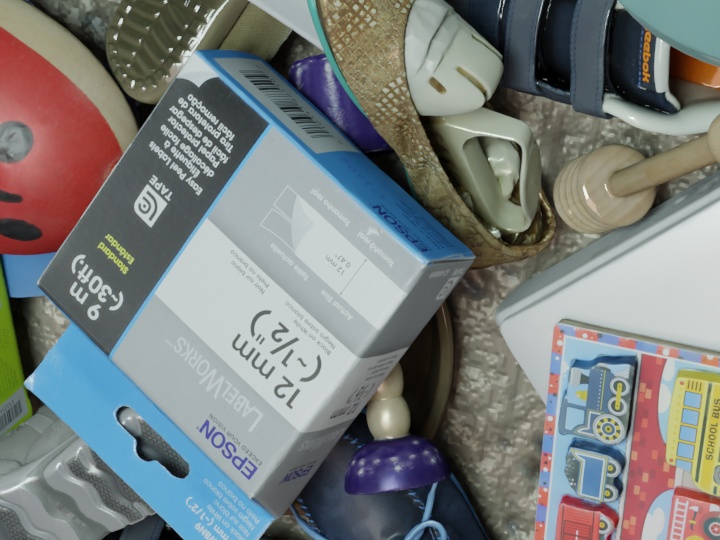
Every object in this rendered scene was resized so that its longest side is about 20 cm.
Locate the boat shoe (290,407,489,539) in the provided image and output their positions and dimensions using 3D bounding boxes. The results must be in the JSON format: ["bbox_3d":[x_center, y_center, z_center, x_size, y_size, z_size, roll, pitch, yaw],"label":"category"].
[{"bbox_3d":[0.032,0.148,0.952,0.084,0.069,0.200,-36,107,27],"label":"boat shoe"}]

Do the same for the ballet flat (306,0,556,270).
[{"bbox_3d":[0.041,-0.074,0.852,0.065,0.071,0.200,3,147,29],"label":"ballet flat"}]

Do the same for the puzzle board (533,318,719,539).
[{"bbox_3d":[0.151,0.129,0.874,0.149,0.017,0.202,12,116,19],"label":"puzzle board"}]

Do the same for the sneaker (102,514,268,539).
[{"bbox_3d":[-0.105,0.169,1.009,0.198,0.079,0.080,-7,136,23],"label":"sneaker"}]

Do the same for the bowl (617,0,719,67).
[{"bbox_3d":[0.162,-0.153,0.760,0.199,0.201,0.106,26,136,9],"label":"bowl"}]

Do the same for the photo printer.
[{"bbox_3d":[0.179,0.062,0.885,0.166,0.069,0.201,-30,97,28],"label":"photo printer"}]

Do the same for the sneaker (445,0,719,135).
[{"bbox_3d":[0.108,-0.108,0.846,0.198,0.079,0.079,7,113,20],"label":"sneaker"}]

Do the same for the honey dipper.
[{"bbox_3d":[0.123,-0.042,0.805,0.038,0.200,0.038,1,86,-9],"label":"honey dipper"}]

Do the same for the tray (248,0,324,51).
[{"bbox_3d":[0.028,-0.186,0.829,0.107,0.022,0.200,29,106,-40],"label":"tray"}]

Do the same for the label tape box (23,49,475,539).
[{"bbox_3d":[-0.066,0.025,0.860,0.143,0.066,0.201,42,107,15],"label":"label tape box"}]

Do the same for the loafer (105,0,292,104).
[{"bbox_3d":[-0.039,-0.158,0.889,0.200,0.067,0.076,-47,63,13],"label":"loafer"}]

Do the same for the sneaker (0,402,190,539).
[{"bbox_3d":[-0.157,0.109,0.985,0.198,0.082,0.075,-23,113,16],"label":"sneaker"}]

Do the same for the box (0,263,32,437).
[{"bbox_3d":[-0.278,0.023,1.036,0.198,0.048,0.123,7,118,25],"label":"box"}]

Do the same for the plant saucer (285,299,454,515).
[{"bbox_3d":[-0.044,0.028,0.980,0.198,0.029,0.202,7,111,18],"label":"plant saucer"}]

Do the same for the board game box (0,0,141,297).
[{"bbox_3d":[-0.189,-0.084,0.988,0.199,0.039,0.158,39,125,6],"label":"board game box"}]

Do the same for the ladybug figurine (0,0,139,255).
[{"bbox_3d":[-0.191,-0.068,0.916,0.198,0.072,0.137,17,125,27],"label":"ladybug figurine"}]

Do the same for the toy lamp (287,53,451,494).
[{"bbox_3d":[0.000,0.000,0.895,0.058,0.058,0.202,-8,90,23],"label":"toy lamp"}]
